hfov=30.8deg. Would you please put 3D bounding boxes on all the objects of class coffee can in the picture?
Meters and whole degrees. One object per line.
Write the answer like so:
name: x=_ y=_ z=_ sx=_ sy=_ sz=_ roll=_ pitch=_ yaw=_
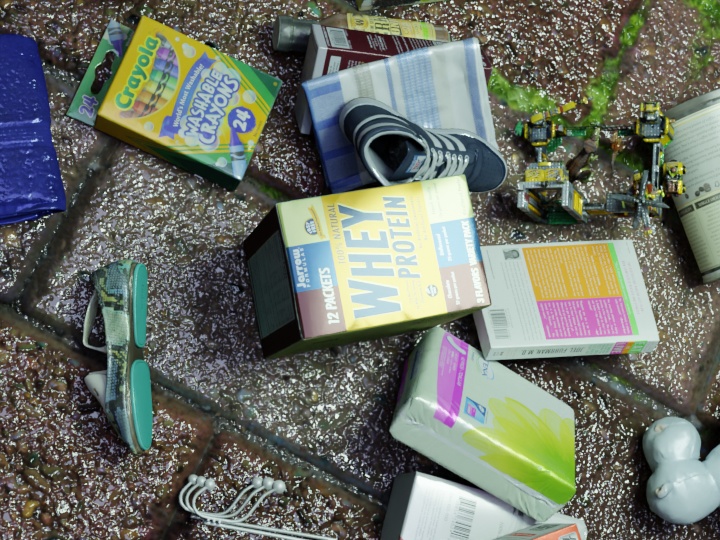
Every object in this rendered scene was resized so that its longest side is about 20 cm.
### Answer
coffee can: x=0.434 y=-0.103 z=1.523 sx=0.146 sy=0.146 sz=0.201 roll=-17 pitch=83 yaw=-18

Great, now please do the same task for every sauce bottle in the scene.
sauce bottle: x=0.001 y=-0.256 z=1.479 sx=0.199 sy=0.065 sz=0.065 roll=3 pitch=77 yaw=-16

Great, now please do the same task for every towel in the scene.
towel: x=0.046 y=-0.166 z=1.424 sx=0.199 sy=0.024 sz=0.148 roll=-14 pitch=126 yaw=-2
towel: x=-0.394 y=-0.143 z=1.356 sx=0.147 sy=0.050 sz=0.201 roll=-7 pitch=80 yaw=-24

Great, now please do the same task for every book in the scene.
book: x=0.222 y=0.033 z=1.463 sx=0.199 sy=0.048 sz=0.134 roll=-1 pitch=54 yaw=-14

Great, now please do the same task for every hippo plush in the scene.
hippo plush: x=0.400 y=0.235 z=1.466 sx=0.160 sy=0.159 sz=0.201 roll=-13 pitch=64 yaw=13

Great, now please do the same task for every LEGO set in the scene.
LEGO set: x=0.256 y=-0.122 z=1.456 sx=0.199 sy=0.116 sz=0.155 roll=9 pitch=84 yaw=24

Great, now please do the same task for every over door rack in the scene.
over door rack: x=-0.078 y=0.249 z=1.305 sx=0.199 sy=0.148 sz=0.067 roll=24 pitch=78 yaw=-9

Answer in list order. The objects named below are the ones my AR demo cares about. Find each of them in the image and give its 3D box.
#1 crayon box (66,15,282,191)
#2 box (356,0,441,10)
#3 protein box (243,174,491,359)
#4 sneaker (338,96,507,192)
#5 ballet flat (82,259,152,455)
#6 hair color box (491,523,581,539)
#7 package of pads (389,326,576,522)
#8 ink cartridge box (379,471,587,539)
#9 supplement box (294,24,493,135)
crayon box: x=-0.200 y=-0.186 z=1.414 sx=0.199 sy=0.052 sz=0.126 roll=24 pitch=73 yaw=-9
box: x=0.093 y=-0.349 z=1.521 sx=0.199 sy=0.075 sz=0.050 roll=-12 pitch=79 yaw=-16
protein box: x=0.000 y=0.000 z=1.346 sx=0.197 sy=0.200 sz=0.136 roll=-10 pitch=84 yaw=-16
sneaker: x=0.075 y=-0.115 z=1.381 sx=0.199 sy=0.109 sz=0.070 roll=19 pitch=110 yaw=-19
ballet flat: x=-0.250 y=0.090 z=1.341 sx=0.074 sy=0.074 sz=0.201 roll=1 pitch=76 yaw=-15
hair color box: x=0.116 y=0.307 z=1.282 sx=0.199 sy=0.101 sz=0.062 roll=-17 pitch=84 yaw=-16
package of pads: x=0.134 y=0.160 z=1.387 sx=0.199 sy=0.068 sz=0.155 roll=32 pitch=28 yaw=-7
ink cartridge box: x=0.122 y=0.310 z=1.380 sx=0.199 sy=0.083 sz=0.148 roll=18 pitch=75 yaw=-11
supplement box: x=0.035 y=-0.201 z=1.449 sx=0.199 sy=0.109 sz=0.061 roll=6 pitch=34 yaw=-15
